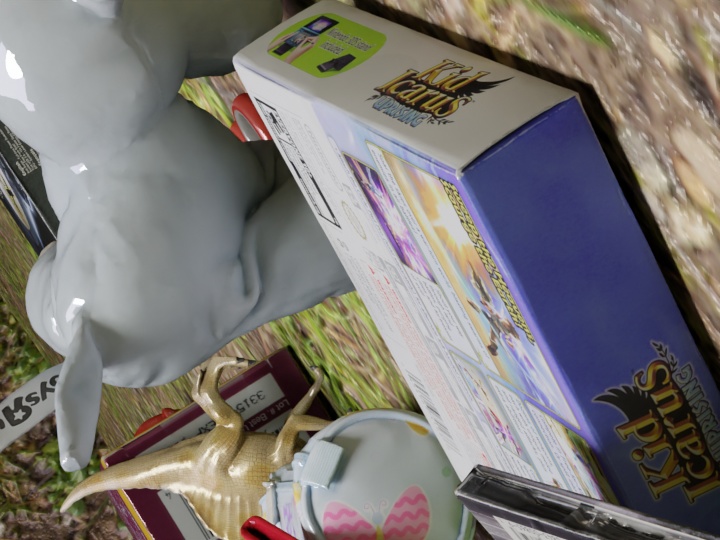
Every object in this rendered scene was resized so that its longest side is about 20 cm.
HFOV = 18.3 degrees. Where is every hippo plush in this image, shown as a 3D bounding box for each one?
[{"bbox_3d":[-0.092,-0.047,0.819,0.159,0.200,0.161,-1,114,55],"label":"hippo plush"}]

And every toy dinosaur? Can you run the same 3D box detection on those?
[{"bbox_3d":[-0.075,0.099,1.231,0.058,0.200,0.101,35,-121,-77],"label":"toy dinosaur"}]

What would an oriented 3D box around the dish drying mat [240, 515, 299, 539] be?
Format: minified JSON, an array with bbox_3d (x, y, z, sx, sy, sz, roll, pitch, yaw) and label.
[{"bbox_3d":[0.020,0.186,1.055,0.077,0.018,0.200,19,157,52],"label":"dish drying mat"}]

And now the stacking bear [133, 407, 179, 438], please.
[{"bbox_3d":[-0.137,0.215,1.911,0.121,0.114,0.200,123,124,-80],"label":"stacking bear"}]

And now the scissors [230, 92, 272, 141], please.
[{"bbox_3d":[0.000,0.000,0.971,0.200,0.014,0.073,51,165,21],"label":"scissors"}]

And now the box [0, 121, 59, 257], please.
[{"bbox_3d":[-0.161,-0.052,1.314,0.200,0.086,0.164,56,168,2],"label":"box"}]

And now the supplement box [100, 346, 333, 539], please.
[{"bbox_3d":[-0.081,0.130,1.377,0.103,0.131,0.200,57,168,4],"label":"supplement box"}]

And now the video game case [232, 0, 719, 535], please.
[{"bbox_3d":[0.051,0.019,0.711,0.200,0.045,0.181,61,168,-25],"label":"video game case"}]

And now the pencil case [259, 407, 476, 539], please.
[{"bbox_3d":[0.001,0.118,1.102,0.091,0.083,0.200,39,168,0],"label":"pencil case"}]

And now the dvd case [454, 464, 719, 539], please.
[{"bbox_3d":[0.127,0.133,0.616,0.200,0.016,0.149,50,160,-26],"label":"dvd case"}]
